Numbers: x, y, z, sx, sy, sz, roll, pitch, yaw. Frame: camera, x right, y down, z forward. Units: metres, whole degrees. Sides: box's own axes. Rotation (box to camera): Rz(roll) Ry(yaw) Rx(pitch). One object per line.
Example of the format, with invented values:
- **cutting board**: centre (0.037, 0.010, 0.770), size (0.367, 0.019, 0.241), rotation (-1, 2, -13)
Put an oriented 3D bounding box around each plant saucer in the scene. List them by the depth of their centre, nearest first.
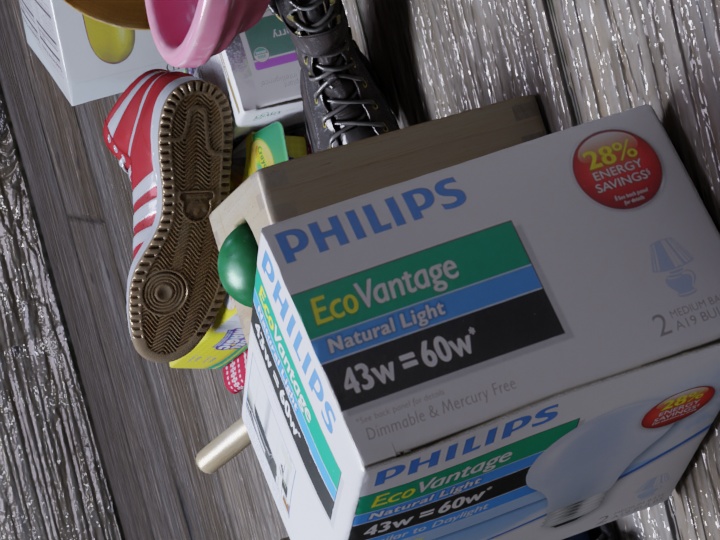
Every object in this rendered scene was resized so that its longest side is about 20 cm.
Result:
- **plant saucer**: centre (-0.084, -0.218, 1.286), size (0.200, 0.051, 0.201), rotation (-179, 90, -72)

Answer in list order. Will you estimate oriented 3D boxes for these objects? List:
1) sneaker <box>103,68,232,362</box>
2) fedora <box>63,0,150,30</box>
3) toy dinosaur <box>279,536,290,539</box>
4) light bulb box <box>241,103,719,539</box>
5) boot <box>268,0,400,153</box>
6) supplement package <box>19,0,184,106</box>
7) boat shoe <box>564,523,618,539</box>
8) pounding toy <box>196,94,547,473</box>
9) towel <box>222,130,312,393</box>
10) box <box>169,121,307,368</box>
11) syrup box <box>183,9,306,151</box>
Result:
- **sneaker**: centre (-0.138, -0.043, 1.543), size (0.112, 0.071, 0.200), rotation (-147, 63, -62)
- **fedora**: centre (-0.126, -0.245, 1.421), size (0.082, 0.200, 0.201), rotation (-132, 30, -62)
- **toy dinosaur**: centre (0.002, 0.148, 1.449), size (0.200, 0.077, 0.102), rotation (176, 115, -85)
- **light bulb box**: centre (0.057, 0.048, 1.033), size (0.200, 0.198, 0.125), rotation (100, 148, -62)
- **boot**: centre (-0.019, -0.117, 1.323), size (0.174, 0.069, 0.200), rotation (71, 178, -47)
- **supplement package**: centre (-0.190, -0.261, 1.723), size (0.151, 0.152, 0.200), rotation (-130, 28, -57)
- **boat shoe**: centre (0.116, 0.160, 1.213), size (0.066, 0.070, 0.200), rotation (94, 163, -57)
- **pounding toy**: centre (-0.001, 0.012, 1.210), size (0.184, 0.200, 0.142), rotation (150, 103, -75)
- **towel**: centre (-0.055, -0.007, 1.575), size (0.200, 0.022, 0.145), rotation (-35, 58, 55)
- **box**: centre (-0.082, -0.016, 1.557), size (0.200, 0.048, 0.117), rotation (-39, 54, 56)
- **syrup box**: centre (-0.072, -0.129, 1.567), size (0.200, 0.079, 0.082), rotation (131, 122, -73)
